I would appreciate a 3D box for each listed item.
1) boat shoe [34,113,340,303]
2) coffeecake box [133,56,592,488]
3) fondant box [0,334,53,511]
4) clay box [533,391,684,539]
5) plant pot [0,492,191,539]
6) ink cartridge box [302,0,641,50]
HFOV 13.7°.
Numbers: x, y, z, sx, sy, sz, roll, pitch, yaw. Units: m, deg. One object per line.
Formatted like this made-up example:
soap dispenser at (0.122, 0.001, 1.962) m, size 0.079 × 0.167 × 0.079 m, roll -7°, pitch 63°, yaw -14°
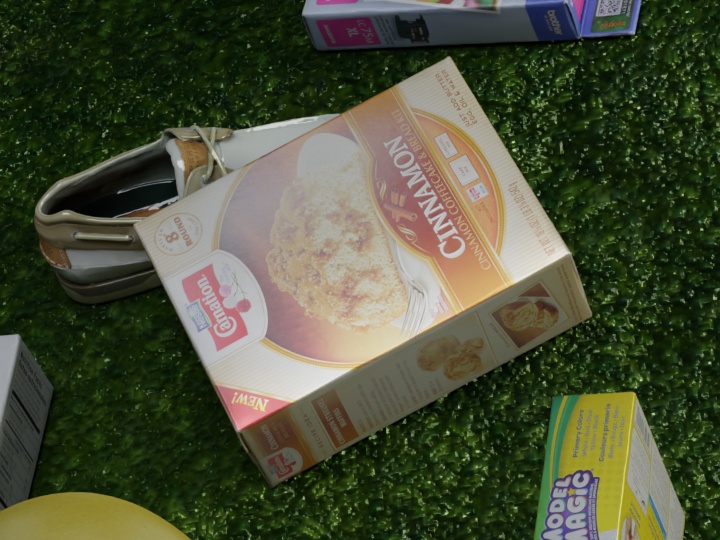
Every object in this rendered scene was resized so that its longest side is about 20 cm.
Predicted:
boat shoe at (-0.090, -0.045, 1.710) m, size 0.200 × 0.068 × 0.075 m, roll -24°, pitch 49°, yaw 2°
coffeecake box at (0.000, 0.000, 1.626) m, size 0.200 × 0.073 × 0.154 m, roll -28°, pitch 57°, yaw -2°
fondant box at (-0.261, 0.135, 1.643) m, size 0.144 × 0.058 × 0.200 m, roll -5°, pitch 51°, yaw 18°
clay box at (0.114, 0.172, 1.428) m, size 0.048 × 0.115 × 0.200 m, roll -3°, pitch 52°, yaw 20°
plant pot at (-0.141, 0.190, 1.486) m, size 0.200 × 0.200 × 0.142 m, roll -20°, pitch 24°, yaw 5°
ink cartridge box at (0.073, -0.190, 1.783) m, size 0.200 × 0.042 × 0.119 m, roll 1°, pitch 54°, yaw 20°
